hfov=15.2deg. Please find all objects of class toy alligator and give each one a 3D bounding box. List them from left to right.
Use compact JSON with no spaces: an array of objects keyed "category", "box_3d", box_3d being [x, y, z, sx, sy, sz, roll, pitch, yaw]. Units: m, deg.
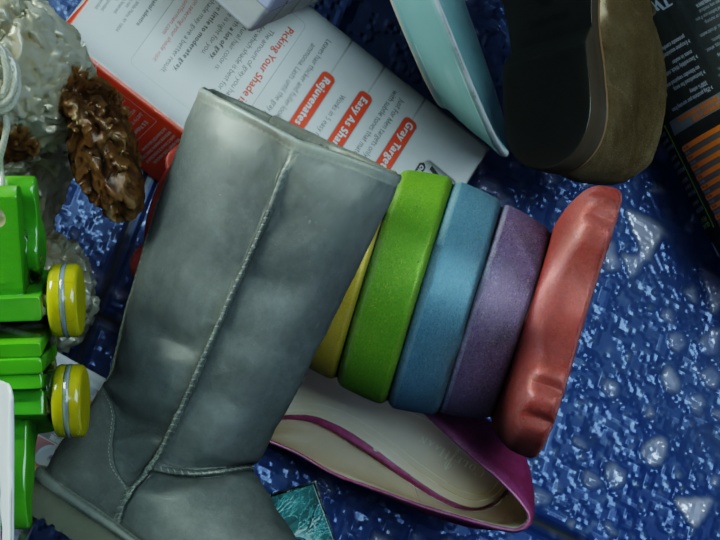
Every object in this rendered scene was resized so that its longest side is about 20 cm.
[{"category":"toy alligator","box_3d":[-0.142,0.004,1.106,0.059,0.054,0.201,-2,98,2]}]

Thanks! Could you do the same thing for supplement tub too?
[{"category":"supplement tub","box_3d":[0.216,-0.077,1.380,0.122,0.122,0.201,-23,85,-29]}]

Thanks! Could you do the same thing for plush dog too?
[{"category":"plush dog","box_3d":[-0.174,-0.073,1.166,0.200,0.172,0.161,26,64,-15]}]

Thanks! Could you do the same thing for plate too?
[{"category":"plate","box_3d":[0.026,-0.145,1.294,0.026,0.200,0.201,-21,82,8]}]

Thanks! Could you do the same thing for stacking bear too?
[{"category":"stacking bear","box_3d":[0.000,0.000,1.202,0.199,0.114,0.122,18,73,2]}]

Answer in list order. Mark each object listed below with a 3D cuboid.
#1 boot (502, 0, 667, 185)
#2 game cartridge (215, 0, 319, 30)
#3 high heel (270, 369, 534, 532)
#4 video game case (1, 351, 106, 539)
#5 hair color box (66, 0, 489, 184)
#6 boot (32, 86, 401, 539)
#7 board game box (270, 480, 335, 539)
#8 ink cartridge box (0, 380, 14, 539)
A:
[{"category":"boot","box_3d":[0.114,-0.139,1.328,0.075,0.073,0.201,16,73,-46]},{"category":"game cartridge","box_3d":[-0.091,-0.198,1.267,0.200,0.038,0.130,42,23,7]},{"category":"high heel","box_3d":[-0.013,0.069,1.238,0.200,0.096,0.067,27,100,-23]},{"category":"video game case","box_3d":[-0.214,0.102,1.142,0.143,0.018,0.200,30,81,-19]},{"category":"hair color box","box_3d":[-0.048,-0.075,1.290,0.200,0.061,0.102,38,61,-9]},{"category":"boot","box_3d":[-0.034,0.047,1.126,0.181,0.073,0.200,30,88,10]},{"category":"board game box","box_3d":[-0.047,0.209,1.219,0.135,0.028,0.201,-15,80,-29]},{"category":"ink cartridge box","box_3d":[-0.187,0.091,1.034,0.067,0.200,0.118,1,91,-22]}]
